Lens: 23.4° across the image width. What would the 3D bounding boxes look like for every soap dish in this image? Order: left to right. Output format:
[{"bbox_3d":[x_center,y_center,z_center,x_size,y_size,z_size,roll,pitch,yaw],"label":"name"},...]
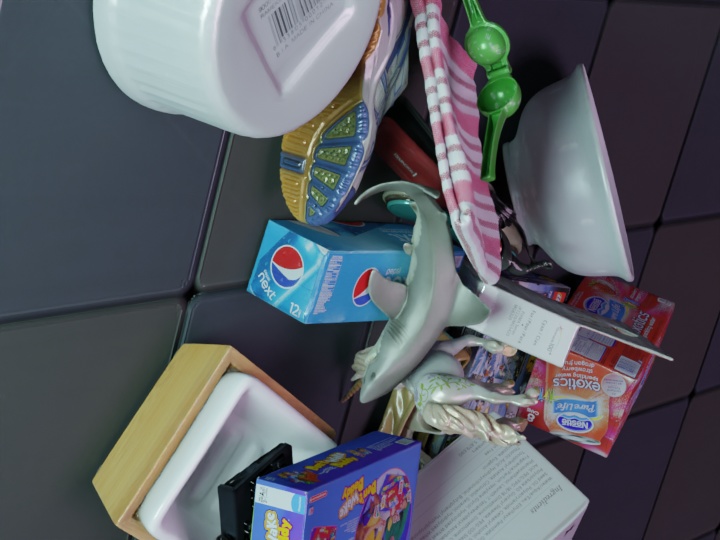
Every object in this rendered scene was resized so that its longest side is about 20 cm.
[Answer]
[{"bbox_3d":[-0.112,0.155,1.370,0.158,0.081,0.200,-57,147,-9],"label":"soap dish"}]

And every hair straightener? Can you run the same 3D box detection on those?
[{"bbox_3d":[0.089,-0.072,1.429,0.041,0.200,0.077,-38,-164,41],"label":"hair straightener"}]

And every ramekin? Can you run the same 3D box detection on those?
[{"bbox_3d":[-0.074,-0.187,1.167,0.200,0.097,0.201,-34,138,-37],"label":"ramekin"}]

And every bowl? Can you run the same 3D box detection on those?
[{"bbox_3d":[0.183,-0.079,1.572,0.201,0.090,0.202,-14,90,-79],"label":"bowl"}]

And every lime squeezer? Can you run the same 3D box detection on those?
[{"bbox_3d":[0.091,-0.159,1.340,0.070,0.038,0.201,4,73,-44],"label":"lime squeezer"}]

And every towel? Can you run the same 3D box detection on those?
[{"bbox_3d":[0.078,-0.102,1.333,0.146,0.030,0.201,50,30,-68],"label":"towel"}]

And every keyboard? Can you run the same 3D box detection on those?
[{"bbox_3d":[-0.075,0.237,1.348,0.104,0.040,0.201,-34,135,-37],"label":"keyboard"}]

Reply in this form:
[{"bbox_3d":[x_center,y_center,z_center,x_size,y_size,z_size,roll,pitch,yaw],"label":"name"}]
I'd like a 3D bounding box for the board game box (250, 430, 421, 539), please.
[{"bbox_3d":[-0.020,0.213,1.371,0.200,0.045,0.135,-11,110,-63],"label":"board game box"}]

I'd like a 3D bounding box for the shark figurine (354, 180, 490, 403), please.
[{"bbox_3d":[0.063,0.004,1.378,0.128,0.089,0.215,-32,139,-41],"label":"shark figurine"}]

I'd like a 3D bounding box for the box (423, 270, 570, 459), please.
[{"bbox_3d":[0.125,0.097,1.696,0.137,0.040,0.201,8,106,-56],"label":"box"}]

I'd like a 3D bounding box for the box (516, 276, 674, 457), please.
[{"bbox_3d":[0.237,0.089,1.734,0.200,0.099,0.096,-46,156,-60],"label":"box"}]

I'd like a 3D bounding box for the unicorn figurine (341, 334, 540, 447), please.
[{"bbox_3d":[0.069,0.094,1.461,0.136,0.200,0.074,3,95,-10],"label":"unicorn figurine"}]

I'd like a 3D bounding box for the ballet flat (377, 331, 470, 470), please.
[{"bbox_3d":[0.047,0.152,1.605,0.068,0.063,0.201,-3,115,-56],"label":"ballet flat"}]

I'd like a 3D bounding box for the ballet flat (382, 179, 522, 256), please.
[{"bbox_3d":[0.082,-0.061,1.513,0.200,0.069,0.070,28,90,-56],"label":"ballet flat"}]

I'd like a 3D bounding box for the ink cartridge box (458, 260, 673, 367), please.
[{"bbox_3d":[0.166,0.049,1.519,0.200,0.175,0.045,-111,-136,-83],"label":"ink cartridge box"}]

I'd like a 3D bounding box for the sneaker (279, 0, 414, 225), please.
[{"bbox_3d":[0.002,-0.129,1.328,0.088,0.075,0.201,3,107,-58],"label":"sneaker"}]

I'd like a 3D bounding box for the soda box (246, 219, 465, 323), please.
[{"bbox_3d":[0.000,0.000,1.428,0.200,0.068,0.065,1,112,-54],"label":"soda box"}]

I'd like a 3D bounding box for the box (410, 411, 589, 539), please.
[{"bbox_3d":[0.087,0.275,1.626,0.200,0.131,0.199,-36,157,-29],"label":"box"}]
